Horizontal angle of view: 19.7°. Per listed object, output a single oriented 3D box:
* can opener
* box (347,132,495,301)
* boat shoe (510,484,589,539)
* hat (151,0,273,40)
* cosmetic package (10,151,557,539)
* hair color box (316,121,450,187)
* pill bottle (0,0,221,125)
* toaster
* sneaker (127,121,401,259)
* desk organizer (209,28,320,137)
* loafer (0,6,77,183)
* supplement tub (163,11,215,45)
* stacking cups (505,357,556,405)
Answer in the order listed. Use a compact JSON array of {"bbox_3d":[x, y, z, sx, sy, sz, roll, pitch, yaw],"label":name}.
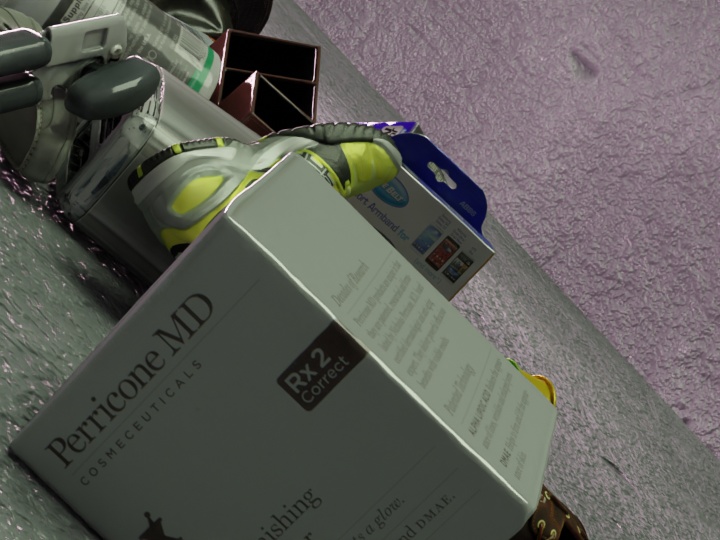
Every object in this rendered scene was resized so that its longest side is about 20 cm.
[{"bbox_3d":[-0.204,-0.119,1.296,0.067,0.054,0.200,30,29,25],"label":"can opener"},{"bbox_3d":[0.000,0.000,1.462,0.119,0.200,0.041,41,9,-15],"label":"box"},{"bbox_3d":[0.126,0.194,1.562,0.070,0.070,0.200,46,8,37],"label":"boat shoe"},{"bbox_3d":[-0.172,-0.218,1.868,0.200,0.200,0.081,35,34,-46],"label":"hat"},{"bbox_3d":[-0.031,0.078,1.029,0.200,0.165,0.165,43,16,-3],"label":"cosmetic package"},{"bbox_3d":[-0.022,-0.059,1.666,0.199,0.065,0.110,1,-49,41],"label":"hair color box"},{"bbox_3d":[-0.214,-0.175,1.569,0.200,0.113,0.113,36,11,-19],"label":"pill bottle"},{"bbox_3d":[-0.133,-0.057,1.425,0.129,0.114,0.200,37,17,-19],"label":"toaster"},{"bbox_3d":[-0.055,-0.045,1.335,0.199,0.075,0.077,-13,75,-34],"label":"sneaker"},{"bbox_3d":[-0.083,-0.127,1.616,0.072,0.077,0.200,40,25,-23],"label":"desk organizer"},{"bbox_3d":[-0.240,-0.123,1.404,0.070,0.070,0.200,20,20,-31],"label":"loafer"},{"bbox_3d":[-0.169,-0.161,1.757,0.107,0.107,0.200,47,8,16],"label":"supplement tub"},{"bbox_3d":[0.063,0.076,1.595,0.200,0.061,0.061,27,17,-35],"label":"stacking cups"}]
